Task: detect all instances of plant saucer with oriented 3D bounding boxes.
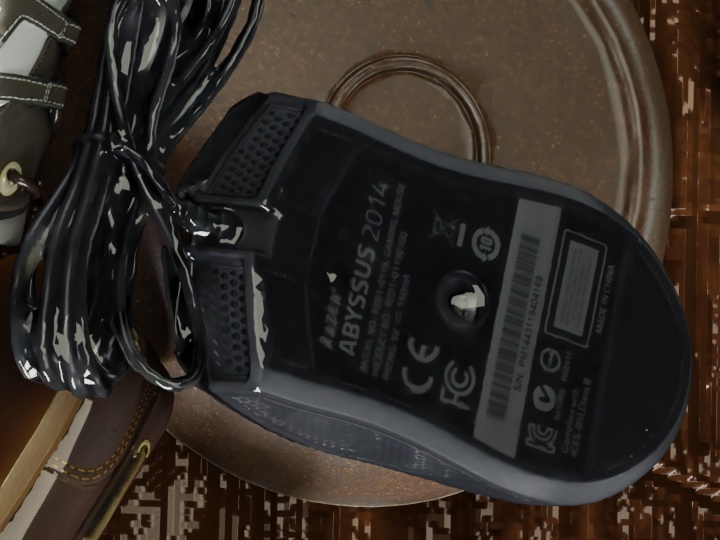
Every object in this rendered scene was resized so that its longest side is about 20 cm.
[{"bbox_3d":[0.008,-0.033,0.860,0.199,0.034,0.202,2,86,-22],"label":"plant saucer"}]

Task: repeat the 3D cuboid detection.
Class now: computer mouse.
[{"bbox_3d":[0.000,0.000,0.803,0.199,0.053,0.139,25,69,-25],"label":"computer mouse"}]

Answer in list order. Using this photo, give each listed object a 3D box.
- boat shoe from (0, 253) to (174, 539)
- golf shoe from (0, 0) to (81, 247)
[{"bbox_3d":[-0.117,0.093,0.784,0.200,0.070,0.070,-52,145,-10],"label":"boat shoe"},{"bbox_3d":[-0.104,-0.059,0.800,0.200,0.078,0.095,-40,106,-9],"label":"golf shoe"}]
